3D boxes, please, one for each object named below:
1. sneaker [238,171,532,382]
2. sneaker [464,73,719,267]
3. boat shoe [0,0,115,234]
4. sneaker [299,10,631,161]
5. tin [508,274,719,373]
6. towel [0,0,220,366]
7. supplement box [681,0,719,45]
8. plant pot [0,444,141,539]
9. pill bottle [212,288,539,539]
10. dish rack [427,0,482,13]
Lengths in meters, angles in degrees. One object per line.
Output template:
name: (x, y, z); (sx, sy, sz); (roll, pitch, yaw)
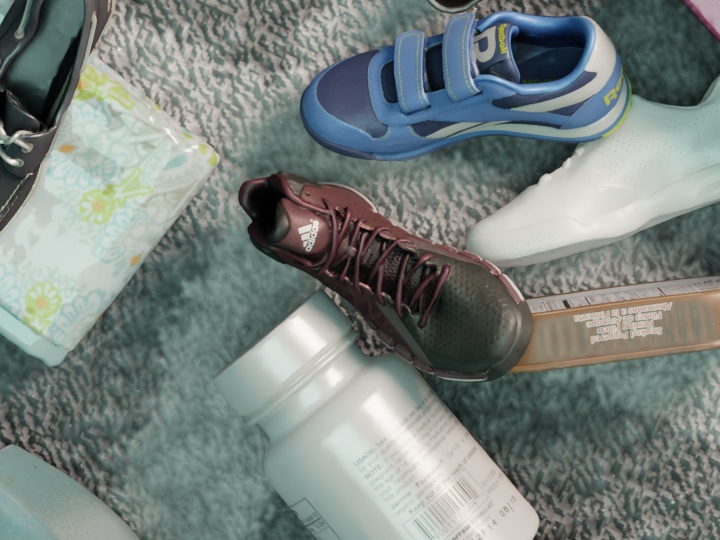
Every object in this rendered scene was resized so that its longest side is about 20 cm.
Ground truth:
sneaker: (0.000, 0.000, 1.497); (0.200, 0.115, 0.076); (30, 96, 36)
sneaker: (0.150, -0.063, 1.558); (0.200, 0.075, 0.089); (-20, 86, -1)
boat shoe: (-0.210, -0.095, 1.512); (0.073, 0.063, 0.200); (29, 97, -4)
sneaker: (0.060, -0.117, 1.524); (0.199, 0.082, 0.074); (-7, 64, 5)
tin: (0.157, 0.031, 1.547); (0.199, 0.112, 0.042); (-7, 90, 2)
towel: (-0.215, -0.064, 1.571); (0.200, 0.048, 0.171); (38, 100, -5)
supplement box: (0.269, -0.146, 1.502); (0.103, 0.131, 0.200); (-42, 96, 9)
plant pot: (-0.222, 0.222, 1.554); (0.196, 0.196, 0.200); (-32, 90, 7)
pill bottle: (0.006, 0.115, 1.560); (0.114, 0.114, 0.200); (-40, 92, 8)
dish rack: (0.058, -0.273, 1.523); (0.153, 0.055, 0.200); (-34, 97, 6)
